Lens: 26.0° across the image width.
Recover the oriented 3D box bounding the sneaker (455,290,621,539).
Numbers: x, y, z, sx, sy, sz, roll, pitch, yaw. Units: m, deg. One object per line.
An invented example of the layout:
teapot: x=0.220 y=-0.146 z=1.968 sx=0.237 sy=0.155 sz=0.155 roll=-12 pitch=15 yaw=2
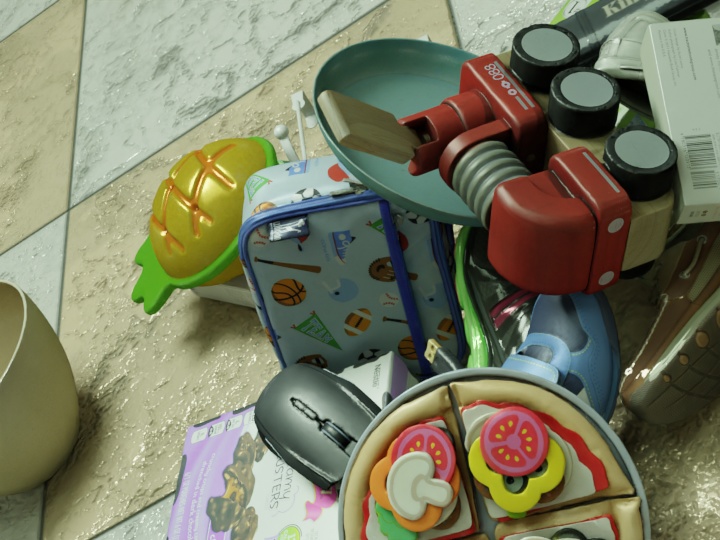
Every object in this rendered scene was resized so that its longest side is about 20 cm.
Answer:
sneaker: x=0.110 y=0.097 z=1.012 sx=0.074 sy=0.082 sz=0.202 roll=10 pitch=86 yaw=59

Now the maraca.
maraca: x=-0.139 y=-0.040 z=1.378 sx=0.200 sy=0.107 sz=0.138 roll=-36 pitch=36 yaw=34

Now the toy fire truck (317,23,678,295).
toy fire truck: x=0.080 y=-0.067 z=0.996 sx=0.198 sy=0.129 sz=0.176 roll=-20 pitch=51 yaw=-18

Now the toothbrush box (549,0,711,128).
toothbrush box: x=0.178 y=-0.112 z=1.211 sx=0.200 sy=0.086 sz=0.145 roll=-52 pitch=37 yaw=-8

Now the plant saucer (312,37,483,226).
plant saucer: x=0.059 y=-0.096 z=1.115 sx=0.201 sy=0.198 sz=0.028 roll=-94 pitch=18 yaw=-47

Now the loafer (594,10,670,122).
loafer: x=0.250 y=-0.101 z=1.068 sx=0.199 sy=0.070 sz=0.070 roll=31 pitch=62 yaw=12

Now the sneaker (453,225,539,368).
sneaker: x=0.116 y=0.036 z=1.114 sx=0.083 sy=0.077 sz=0.202 roll=-11 pitch=72 yaw=18

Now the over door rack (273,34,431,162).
over door rack: x=0.001 y=-0.142 z=1.392 sx=0.147 sy=0.067 sz=0.201 roll=-22 pitch=30 yaw=12

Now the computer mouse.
computer mouse: x=-0.005 y=0.090 z=1.094 sx=0.141 sy=0.046 sz=0.200 roll=-47 pitch=35 yaw=-3

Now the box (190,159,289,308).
box: x=-0.064 y=-0.032 z=1.412 sx=0.199 sy=0.036 sz=0.145 roll=10 pitch=61 yaw=47

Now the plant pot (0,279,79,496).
plant pot: x=-0.335 y=0.129 z=1.431 sx=0.199 sy=0.135 sz=0.201 roll=-27 pitch=38 yaw=23

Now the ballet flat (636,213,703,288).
ballet flat: x=0.248 y=-0.080 z=1.125 sx=0.069 sy=0.069 sz=0.201 roll=8 pitch=60 yaw=48

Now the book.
book: x=0.291 y=-0.102 z=1.008 sx=0.198 sy=0.048 sz=0.135 roll=-4 pitch=65 yaw=-4

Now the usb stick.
usb stick: x=0.209 y=-0.194 z=1.158 sx=0.199 sy=0.033 sz=0.056 roll=-27 pitch=34 yaw=12

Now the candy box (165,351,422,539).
candy box: x=-0.044 y=0.171 z=1.154 sx=0.199 sy=0.072 sz=0.169 roll=-22 pitch=40 yaw=27

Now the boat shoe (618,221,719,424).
boat shoe: x=0.229 y=0.018 z=1.034 sx=0.072 sy=0.076 sz=0.200 roll=24 pitch=62 yaw=41

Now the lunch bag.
lunch bag: x=0.000 y=0.000 z=1.161 sx=0.159 sy=0.201 sz=0.076 roll=-8 pitch=42 yaw=8

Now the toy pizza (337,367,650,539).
toy pizza: x=0.079 y=0.161 z=0.966 sx=0.199 sy=0.201 sz=0.032 roll=-33 pitch=-7 yaw=14
